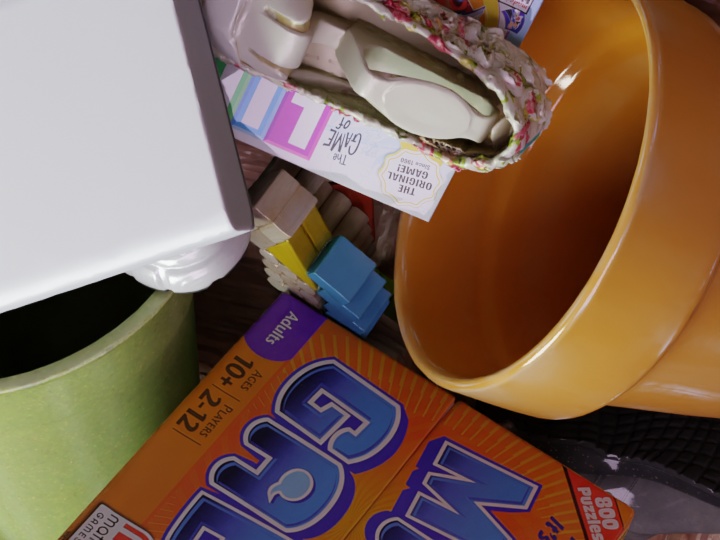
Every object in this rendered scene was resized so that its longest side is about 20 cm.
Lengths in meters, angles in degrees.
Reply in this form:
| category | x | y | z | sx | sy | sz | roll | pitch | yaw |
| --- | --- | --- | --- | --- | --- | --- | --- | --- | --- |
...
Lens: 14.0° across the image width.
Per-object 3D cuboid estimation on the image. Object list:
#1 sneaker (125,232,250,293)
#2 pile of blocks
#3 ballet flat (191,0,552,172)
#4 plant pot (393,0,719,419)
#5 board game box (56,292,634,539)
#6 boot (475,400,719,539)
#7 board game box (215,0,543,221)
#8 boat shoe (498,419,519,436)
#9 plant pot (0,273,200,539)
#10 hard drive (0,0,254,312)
| category | x | y | z | sx | sy | sz | roll | pitch | yaw |
| --- | --- | --- | --- | --- | --- | --- | --- | --- | --- |
| sneaker | -0.136 | -0.062 | 1.335 | 0.199 | 0.074 | 0.080 | 21 | 149 | 30 |
| pile of blocks | 0.000 | 0.000 | 1.404 | 0.082 | 0.062 | 0.200 | 28 | 162 | 25 |
| ballet flat | -0.008 | -0.099 | 1.259 | 0.199 | 0.064 | 0.076 | 21 | 117 | -7 |
| plant pot | 0.144 | -0.015 | 1.345 | 0.182 | 0.201 | 0.200 | 20 | 127 | -27 |
| board game box | -0.026 | 0.180 | 1.371 | 0.199 | 0.200 | 0.201 | 32 | 137 | 12 |
| boot | 0.140 | 0.128 | 1.521 | 0.199 | 0.068 | 0.131 | 15 | 131 | 5 |
| board game box | -0.031 | -0.121 | 1.304 | 0.199 | 0.034 | 0.135 | 23 | 118 | -9 |
| boat shoe | 0.018 | 0.109 | 1.497 | 0.199 | 0.072 | 0.071 | -10 | 93 | 42 |
| plant pot | -0.152 | 0.042 | 1.427 | 0.199 | 0.201 | 0.191 | -4 | 138 | 9 |
| hard drive | -0.148 | -0.054 | 1.270 | 0.199 | 0.027 | 0.133 | -17 | 84 | 27 |
